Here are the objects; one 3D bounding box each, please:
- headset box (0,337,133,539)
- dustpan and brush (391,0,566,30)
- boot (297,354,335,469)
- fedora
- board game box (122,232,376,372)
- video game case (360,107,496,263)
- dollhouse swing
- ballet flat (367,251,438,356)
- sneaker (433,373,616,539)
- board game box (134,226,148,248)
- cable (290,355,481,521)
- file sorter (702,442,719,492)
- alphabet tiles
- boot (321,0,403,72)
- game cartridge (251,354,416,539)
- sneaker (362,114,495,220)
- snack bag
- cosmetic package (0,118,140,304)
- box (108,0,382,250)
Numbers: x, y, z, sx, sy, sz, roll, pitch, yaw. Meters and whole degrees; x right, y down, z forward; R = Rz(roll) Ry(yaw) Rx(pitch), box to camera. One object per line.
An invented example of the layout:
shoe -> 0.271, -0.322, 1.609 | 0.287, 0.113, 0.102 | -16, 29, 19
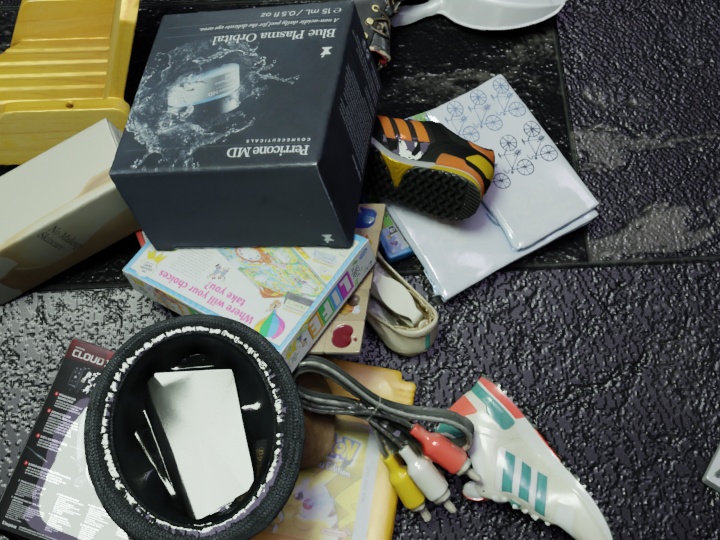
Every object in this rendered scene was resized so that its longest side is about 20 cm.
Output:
headset box -> -0.219, 0.165, 1.028 | 0.147, 0.077, 0.202 | 17, 66, 4
dustpan and brush -> 0.113, -0.309, 1.266 | 0.197, 0.058, 0.141 | -12, 56, -14
boot -> -0.069, 0.091, 1.057 | 0.075, 0.074, 0.202 | 13, 55, -30
fedora -> -0.135, 0.143, 0.950 | 0.198, 0.092, 0.203 | 0, 64, -1
board game box -> -0.103, -0.005, 1.039 | 0.199, 0.034, 0.135 | 25, 64, 31
video game case -> 0.092, -0.104, 1.190 | 0.198, 0.018, 0.144 | -20, 70, -11
dollhouse swing -> -0.292, -0.237, 1.113 | 0.179, 0.177, 0.202 | -2, 48, -4
ballet flat -> 0.000, 0.000, 1.105 | 0.200, 0.070, 0.069 | 43, 71, 9
sneaker -> 0.148, 0.197, 1.046 | 0.093, 0.070, 0.200 | -40, 76, 3
board game box -> -0.151, -0.105, 1.163 | 0.198, 0.046, 0.153 | -23, 70, -12
cable -> 0.025, 0.137, 0.999 | 0.200, 0.050, 0.097 | 40, 111, -18
file sorter -> 0.435, 0.133, 1.046 | 0.138, 0.125, 0.201 | 30, 69, 11
alphabet tiles -> -0.065, -0.008, 1.061 | 0.165, 0.008, 0.202 | 0, 53, 15
boot -> 0.033, -0.290, 1.212 | 0.198, 0.073, 0.152 | 1, 67, 27
game cartridge -> -0.047, 0.177, 1.055 | 0.174, 0.033, 0.202 | 10, 67, 2
sneaker -> 0.040, -0.121, 1.137 | 0.198, 0.070, 0.090 | 24, 46, 13
snack bag -> 0.115, -0.089, 1.163 | 0.198, 0.021, 0.190 | -28, 71, -13
cosmetic package -> -0.292, -0.052, 1.075 | 0.198, 0.105, 0.072 | -28, 71, 7
box -> -0.097, -0.131, 1.035 | 0.194, 0.118, 0.202 | -1, 55, 16
